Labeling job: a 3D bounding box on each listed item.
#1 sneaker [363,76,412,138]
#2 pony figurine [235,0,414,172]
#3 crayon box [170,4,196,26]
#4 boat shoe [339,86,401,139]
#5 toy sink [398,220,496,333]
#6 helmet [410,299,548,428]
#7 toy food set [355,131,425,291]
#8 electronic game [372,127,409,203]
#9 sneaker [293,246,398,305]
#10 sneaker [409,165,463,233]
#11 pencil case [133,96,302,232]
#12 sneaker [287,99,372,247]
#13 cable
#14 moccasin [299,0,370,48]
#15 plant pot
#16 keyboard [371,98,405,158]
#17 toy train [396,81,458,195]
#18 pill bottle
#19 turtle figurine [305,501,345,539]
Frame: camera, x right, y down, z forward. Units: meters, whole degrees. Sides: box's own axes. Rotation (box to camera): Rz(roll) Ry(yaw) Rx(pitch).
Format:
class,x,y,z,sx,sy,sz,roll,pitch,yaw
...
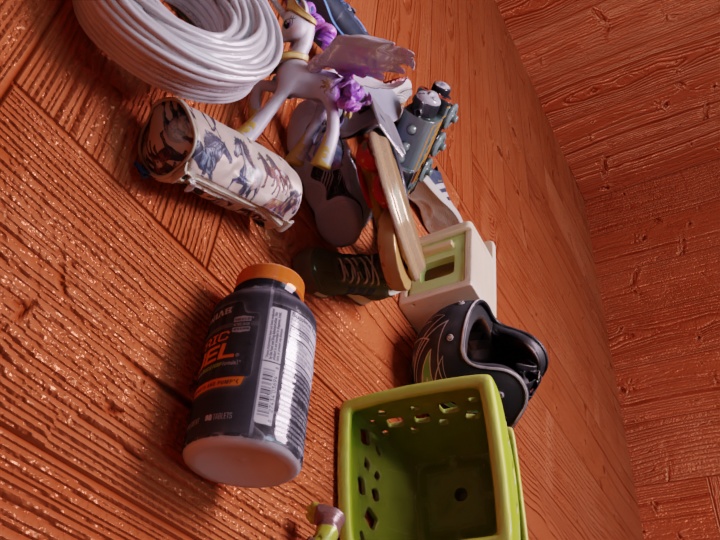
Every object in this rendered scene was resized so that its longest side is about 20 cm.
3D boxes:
class,x,y,z,sx,sy,sz,roll,pitch,yaw
sneaker,0.038,-0.278,1.260,0.200,0.078,0.082,-47,121,-52
pony figurine,-0.044,-0.224,0.879,0.167,0.192,0.201,158,-50,-85
crayon box,-0.179,-0.375,0.882,0.126,0.051,0.201,40,40,-50
boat shoe,-0.008,-0.233,1.108,0.070,0.066,0.200,61,38,-10
toy sink,0.149,0.001,1.231,0.112,0.130,0.200,54,31,-34
helmet,0.168,0.149,1.100,0.190,0.201,0.200,31,20,15
toy food set,0.036,-0.074,0.913,0.198,0.048,0.201,-45,117,-82
electronic game,0.044,-0.115,1.099,0.200,0.041,0.201,168,-90,-84
sneaker,0.000,0.000,0.965,0.200,0.090,0.067,20,57,-60
sneaker,0.138,-0.142,1.364,0.200,0.075,0.085,51,37,-38
pencil case,-0.138,-0.100,0.755,0.200,0.078,0.090,24,52,-59
sneaker,-0.034,-0.138,1.008,0.115,0.075,0.201,-39,114,-65
cable,-0.173,-0.249,0.706,0.200,0.069,0.200,-24,78,-51
moccasin,-0.039,-0.375,1.116,0.068,0.080,0.200,-42,102,-40
plant pot,0.098,0.262,0.886,0.182,0.199,0.200,50,32,-50
keyboard,0.033,-0.204,1.008,0.056,0.011,0.200,46,14,-20
toy train,0.090,-0.211,1.198,0.085,0.200,0.114,31,34,11
pill bottle,-0.097,0.090,0.686,0.106,0.106,0.201,49,33,-41
turtle figurine,-0.053,0.300,0.690,0.201,0.064,0.161,64,26,-19
